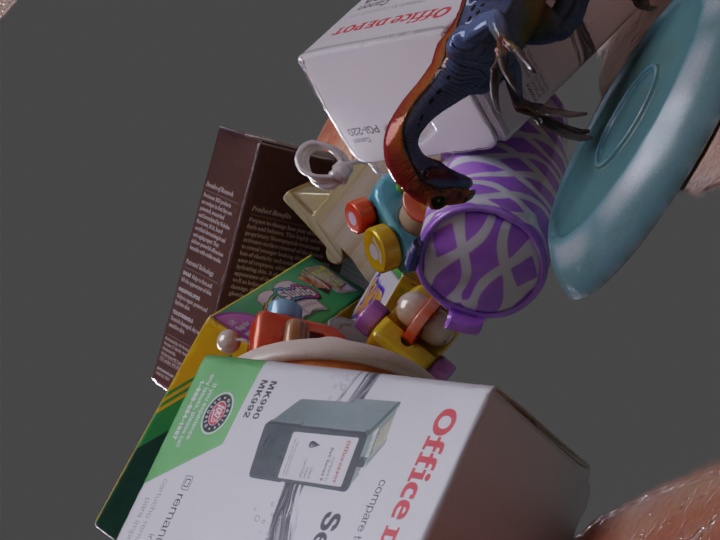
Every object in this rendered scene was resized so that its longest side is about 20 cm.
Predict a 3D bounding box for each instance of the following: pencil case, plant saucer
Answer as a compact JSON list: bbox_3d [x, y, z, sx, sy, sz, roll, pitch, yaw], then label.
[{"bbox_3d":[0.083,-0.044,1.468,0.200,0.083,0.086,-70,-11,-58],"label":"pencil case"},{"bbox_3d":[0.153,-0.078,1.309,0.201,0.027,0.200,-59,8,14],"label":"plant saucer"}]

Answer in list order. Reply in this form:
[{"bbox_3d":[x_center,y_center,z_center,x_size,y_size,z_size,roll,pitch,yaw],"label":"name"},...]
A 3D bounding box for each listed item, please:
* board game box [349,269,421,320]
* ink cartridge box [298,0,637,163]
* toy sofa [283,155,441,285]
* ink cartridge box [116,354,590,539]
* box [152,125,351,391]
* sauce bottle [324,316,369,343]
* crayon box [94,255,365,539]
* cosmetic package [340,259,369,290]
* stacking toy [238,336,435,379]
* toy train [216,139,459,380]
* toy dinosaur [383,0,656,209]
[{"bbox_3d":[-0.001,0.057,1.633,0.201,0.030,0.096,-57,10,19],"label":"board game box"},{"bbox_3d":[0.080,-0.159,1.489,0.145,0.085,0.200,-5,35,51],"label":"ink cartridge box"},{"bbox_3d":[0.045,-0.088,1.681,0.200,0.098,0.083,-51,-13,33],"label":"toy sofa"},{"bbox_3d":[-0.012,0.124,1.108,0.199,0.084,0.147,2,60,46],"label":"ink cartridge box"},{"bbox_3d":[-0.076,0.003,1.796,0.075,0.100,0.202,26,101,55],"label":"box"},{"bbox_3d":[-0.047,0.121,1.573,0.065,0.064,0.201,-79,15,-67],"label":"sauce bottle"},{"bbox_3d":[-0.084,0.092,1.651,0.173,0.058,0.200,-59,-9,20],"label":"crayon box"},{"bbox_3d":[0.045,-0.070,1.830,0.201,0.071,0.102,-57,8,26],"label":"cosmetic package"},{"bbox_3d":[-0.024,0.153,1.376,0.146,0.145,0.202,130,150,-54],"label":"stacking toy"},{"bbox_3d":[0.000,0.000,1.510,0.056,0.149,0.201,119,167,-58],"label":"toy train"},{"bbox_3d":[0.076,-0.124,1.361,0.181,0.105,0.200,-35,40,-1],"label":"toy dinosaur"}]
